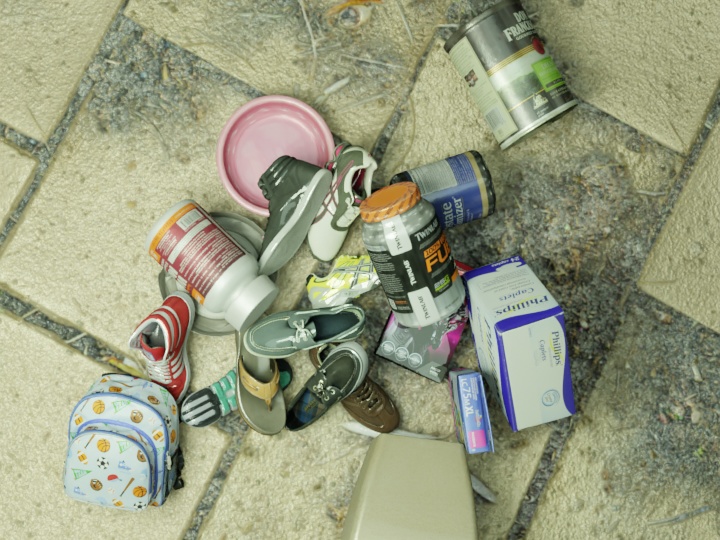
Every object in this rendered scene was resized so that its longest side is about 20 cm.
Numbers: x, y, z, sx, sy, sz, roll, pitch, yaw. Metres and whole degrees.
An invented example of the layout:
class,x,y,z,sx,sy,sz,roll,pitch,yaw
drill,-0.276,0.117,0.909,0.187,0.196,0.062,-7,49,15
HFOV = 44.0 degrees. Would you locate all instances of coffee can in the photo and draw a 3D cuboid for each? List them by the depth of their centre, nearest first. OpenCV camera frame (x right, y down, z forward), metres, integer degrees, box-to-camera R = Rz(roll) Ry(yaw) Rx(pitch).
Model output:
class,x,y,z,sx,sy,sz,roll,pitch,yaw
coffee can,0.248,-0.322,1.475,0.145,0.146,0.202,-30,89,-5

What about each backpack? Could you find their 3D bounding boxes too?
class,x,y,z,sx,sy,sz,roll,pitch,yaw
backpack,-0.370,0.264,1.377,0.196,0.154,0.194,8,104,-4

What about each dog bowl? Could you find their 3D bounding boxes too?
class,x,y,z,sx,sy,sz,roll,pitch,yaw
dog bowl,-0.231,0.007,1.465,0.196,0.059,0.204,0,86,-3

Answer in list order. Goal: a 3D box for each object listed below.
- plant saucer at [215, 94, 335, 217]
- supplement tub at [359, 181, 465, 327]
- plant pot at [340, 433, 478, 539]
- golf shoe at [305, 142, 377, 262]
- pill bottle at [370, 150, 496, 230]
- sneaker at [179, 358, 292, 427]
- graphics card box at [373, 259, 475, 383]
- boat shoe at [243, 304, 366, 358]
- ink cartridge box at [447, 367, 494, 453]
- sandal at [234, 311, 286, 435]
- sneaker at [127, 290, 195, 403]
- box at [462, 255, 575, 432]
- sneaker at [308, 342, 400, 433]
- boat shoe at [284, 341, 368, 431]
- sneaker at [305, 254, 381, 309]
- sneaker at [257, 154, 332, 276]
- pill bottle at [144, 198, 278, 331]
class,x,y,z,sx,sy,sz,roll,pitch,yaw
plant saucer,-0.140,-0.187,1.488,0.197,0.051,0.204,0,86,-5
supplement tub,0.077,-0.025,1.375,0.121,0.123,0.202,-26,113,-5
plant pot,0.079,0.357,1.404,0.196,0.200,0.180,7,74,-3
golf shoe,-0.032,-0.103,1.442,0.076,0.088,0.203,8,105,-35
pill bottle,0.114,-0.118,1.469,0.197,0.112,0.114,-18,87,-4
sneaker,-0.209,0.196,1.456,0.198,0.087,0.075,-20,86,-29
graphics card box,0.115,0.072,1.488,0.124,0.051,0.202,24,86,-2
boat shoe,-0.084,0.088,1.395,0.197,0.062,0.074,-8,73,-17
ink cartridge box,0.171,0.219,1.406,0.041,0.200,0.121,-8,86,-3
sandal,-0.155,0.159,1.406,0.080,0.054,0.204,-2,86,-24
sneaker,-0.313,0.141,1.394,0.070,0.113,0.203,15,113,11
box,0.244,0.110,1.389,0.103,0.201,0.186,-16,117,-4
sneaker,-0.013,0.192,1.458,0.200,0.076,0.070,45,85,1
boat shoe,-0.056,0.191,1.410,0.069,0.057,0.200,43,125,5
sneaker,0.000,0.000,1.473,0.198,0.075,0.077,-30,90,-6
sneaker,-0.133,-0.093,1.427,0.099,0.071,0.202,33,95,22
pill bottle,-0.227,-0.006,1.373,0.200,0.110,0.110,43,85,7
